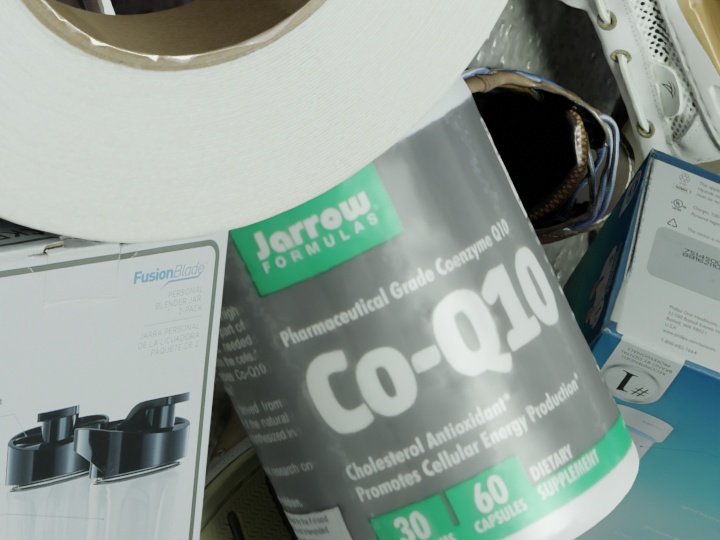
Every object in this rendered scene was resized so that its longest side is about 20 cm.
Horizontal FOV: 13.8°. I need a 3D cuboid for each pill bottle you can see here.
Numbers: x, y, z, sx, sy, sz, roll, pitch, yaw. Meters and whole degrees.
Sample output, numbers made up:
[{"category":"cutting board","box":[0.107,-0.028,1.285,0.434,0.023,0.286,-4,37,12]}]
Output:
[{"category":"pill bottle","box":[0.000,0.000,0.959,0.113,0.113,0.200,-33,99,-43]}]

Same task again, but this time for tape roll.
[{"category":"tape roll","box":[-0.047,-0.105,0.716,0.202,0.037,0.203,-11,117,-23]}]

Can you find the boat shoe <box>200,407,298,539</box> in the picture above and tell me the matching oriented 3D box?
[{"category":"boat shoe","box":[-0.017,0.076,1.056,0.200,0.068,0.075,-38,108,-40]}]

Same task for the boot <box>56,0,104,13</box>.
[{"category":"boot","box":[-0.146,-0.117,0.802,0.200,0.070,0.146,58,16,2]}]

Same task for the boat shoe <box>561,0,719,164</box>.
[{"category":"boat shoe","box":[0.095,-0.127,1.146,0.200,0.069,0.071,65,29,-15]}]

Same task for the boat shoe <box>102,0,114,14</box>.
[{"category":"boat shoe","box":[-0.119,-0.010,0.904,0.068,0.072,0.200,-24,130,-51]}]

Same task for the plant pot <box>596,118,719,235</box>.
[{"category":"plant pot","box":[0.208,-0.021,1.236,0.200,0.183,0.201,-23,120,-48]}]

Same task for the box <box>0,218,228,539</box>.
[{"category":"box","box":[-0.100,0.082,0.773,0.117,0.060,0.201,-11,111,-51]}]

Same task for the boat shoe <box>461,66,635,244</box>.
[{"category":"boat shoe","box":[0.056,-0.039,1.119,0.200,0.072,0.072,6,97,-54]}]

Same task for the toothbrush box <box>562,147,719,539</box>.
[{"category":"toothbrush box","box":[0.134,0.062,1.112,0.200,0.146,0.085,115,-5,-57]}]
